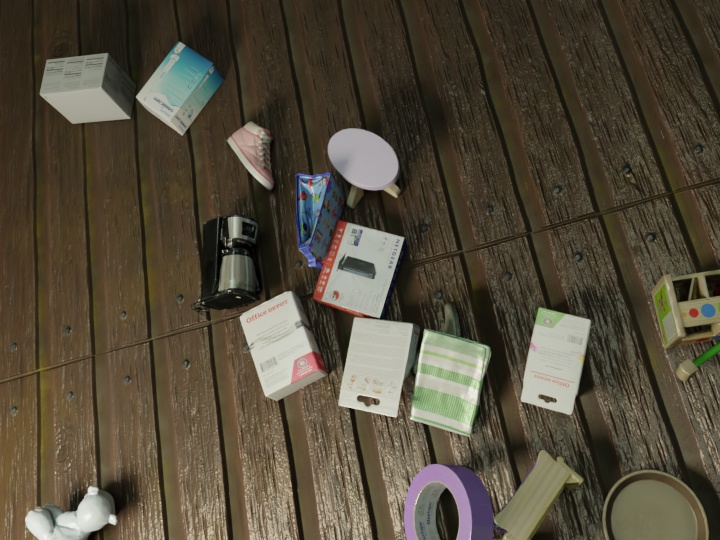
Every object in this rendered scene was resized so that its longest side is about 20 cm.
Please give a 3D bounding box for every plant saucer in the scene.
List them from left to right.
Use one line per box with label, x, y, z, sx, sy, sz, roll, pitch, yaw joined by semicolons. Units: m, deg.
plant saucer;0.573;0.496;1.305;0.193;0.030;0.207;-4;72;12

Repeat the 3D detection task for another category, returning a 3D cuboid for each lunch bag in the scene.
lunch bag;-0.100;-0.106;1.594;0.091;0.151;0.207;0;72;13

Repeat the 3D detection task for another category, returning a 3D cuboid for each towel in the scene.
towel;0.190;0.242;1.433;0.148;0.023;0.207;12;102;13

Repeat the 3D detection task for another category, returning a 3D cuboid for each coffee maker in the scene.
coffee maker;-0.337;-0.019;1.633;0.186;0.135;0.207;-7;70;12

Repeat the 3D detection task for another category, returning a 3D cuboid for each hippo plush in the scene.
hippo plush;-0.643;0.554;1.506;0.160;0.200;0.161;46;78;0

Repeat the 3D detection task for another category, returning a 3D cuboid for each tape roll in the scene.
tape roll;0.171;0.492;1.323;0.198;0.064;0.207;-27;56;49

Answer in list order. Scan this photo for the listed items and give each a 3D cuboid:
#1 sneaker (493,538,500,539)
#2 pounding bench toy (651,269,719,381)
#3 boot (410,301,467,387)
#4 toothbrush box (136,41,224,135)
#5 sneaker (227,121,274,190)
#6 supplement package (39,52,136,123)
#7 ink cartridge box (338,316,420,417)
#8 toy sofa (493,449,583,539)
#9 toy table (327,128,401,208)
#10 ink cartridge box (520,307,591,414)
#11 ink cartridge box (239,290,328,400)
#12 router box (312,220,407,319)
sneaker;0.257;0.603;1.330;0.195;0.073;0.117;-21;65;-5
pounding bench toy;0.698;0.111;1.345;0.151;0.124;0.207;-9;71;10
boot;0.167;0.175;1.484;0.126;0.068;0.207;-7;75;12
toothbrush box;-0.499;-0.505;1.853;0.144;0.085;0.202;32;82;20
sneaker;-0.261;-0.308;1.737;0.104;0.075;0.202;-40;64;4
supplement package;-0.762;-0.508;1.880;0.193;0.156;0.115;-1;71;13
ink cartridge box;0.043;0.214;1.495;0.158;0.050;0.207;4;78;32
toy sofa;0.342;0.462;1.316;0.097;0.084;0.200;36;67;19
toy table;0.016;-0.249;1.630;0.184;0.117;0.200;-44;68;-3
ink cartridge box;0.412;0.196;1.418;0.114;0.067;0.206;13;75;16
ink cartridge box;-0.180;0.175;1.559;0.141;0.084;0.205;-25;70;4
router box;0.000;0.000;1.590;0.174;0.049;0.206;14;76;17
